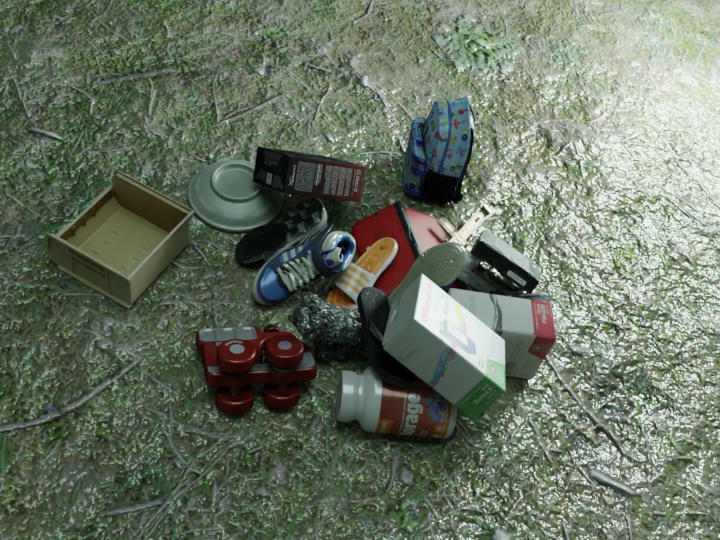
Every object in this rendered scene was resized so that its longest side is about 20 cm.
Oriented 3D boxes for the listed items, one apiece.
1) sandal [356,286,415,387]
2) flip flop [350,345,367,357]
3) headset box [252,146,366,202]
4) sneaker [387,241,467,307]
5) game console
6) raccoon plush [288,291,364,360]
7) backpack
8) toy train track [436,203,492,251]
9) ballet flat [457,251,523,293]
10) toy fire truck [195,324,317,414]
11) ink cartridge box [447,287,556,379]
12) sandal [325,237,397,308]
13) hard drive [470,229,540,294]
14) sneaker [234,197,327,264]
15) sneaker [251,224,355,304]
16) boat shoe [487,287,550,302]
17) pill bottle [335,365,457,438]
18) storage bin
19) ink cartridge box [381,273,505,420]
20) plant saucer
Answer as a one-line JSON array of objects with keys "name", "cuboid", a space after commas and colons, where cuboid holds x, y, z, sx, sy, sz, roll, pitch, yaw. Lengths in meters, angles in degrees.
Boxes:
[{"name": "sandal", "cuboid": [0.040, 0.106, 1.439, 0.075, 0.043, 0.202, 2, 50, -31]}, {"name": "flip flop", "cuboid": [0.030, 0.119, 1.569, 0.196, 0.058, 0.082, 13, 47, 1]}, {"name": "headset box", "cuboid": [-0.095, -0.192, 1.717, 0.197, 0.079, 0.148, 3, 13, -33]}, {"name": "sneaker", "cuboid": [0.136, 0.017, 1.566, 0.077, 0.200, 0.111, 49, 29, 17]}, {"name": "game console", "cuboid": [0.096, -0.025, 1.731, 0.170, 0.119, 0.202, -26, 54, 8]}, {"name": "raccoon plush", "cuboid": [-0.026, 0.080, 1.493, 0.196, 0.134, 0.098, -15, 64, 6]}, {"name": "backpack", "cuboid": [0.172, -0.271, 1.829, 0.132, 0.202, 0.185, 8, 50, -6]}, {"name": "toy train track", "cuboid": [0.230, -0.091, 1.786, 0.115, 0.033, 0.200, 47, 46, 0]}, {"name": "ballet flat", "cuboid": [0.238, 0.003, 1.679, 0.199, 0.072, 0.072, 36, 51, -1]}, {"name": "toy fire truck", "cuboid": [-0.180, 0.147, 1.480, 0.196, 0.114, 0.169, -3, 33, -16]}, {"name": "ink cartridge box", "cuboid": [0.237, 0.118, 1.558, 0.196, 0.147, 0.086, 7, 51, -7]}, {"name": "sandal", "cuboid": [-0.006, -0.002, 1.632, 0.078, 0.060, 0.208, 16, 57, 36]}, {"name": "hard drive", "cuboid": [0.284, -0.021, 1.658, 0.139, 0.038, 0.200, 35, 12, 6]}, {"name": "sneaker", "cuboid": [-0.148, -0.058, 1.676, 0.198, 0.089, 0.075, -28, 62, -1]}, {"name": "sneaker", "cuboid": [-0.097, -0.010, 1.579, 0.199, 0.146, 0.082, -35, 102, -29]}, {"name": "boat shoe", "cuboid": [0.263, 0.068, 1.625, 0.196, 0.072, 0.069, -2, 66, 12]}, {"name": "pill bottle", "cuboid": [0.060, 0.222, 1.457, 0.196, 0.113, 0.114, 6, 50, -7]}, {"name": "storage bin", "cuboid": [-0.448, -0.064, 1.595, 0.196, 0.094, 0.201, 28, 51, 11]}, {"name": "ink cartridge box", "cuboid": [0.141, 0.124, 1.406, 0.199, 0.088, 0.146, 37, 29, -11]}, {"name": "plant saucer", "cuboid": [-0.254, -0.168, 1.751, 0.196, 0.051, 0.203, 6, 51, -8]}]
